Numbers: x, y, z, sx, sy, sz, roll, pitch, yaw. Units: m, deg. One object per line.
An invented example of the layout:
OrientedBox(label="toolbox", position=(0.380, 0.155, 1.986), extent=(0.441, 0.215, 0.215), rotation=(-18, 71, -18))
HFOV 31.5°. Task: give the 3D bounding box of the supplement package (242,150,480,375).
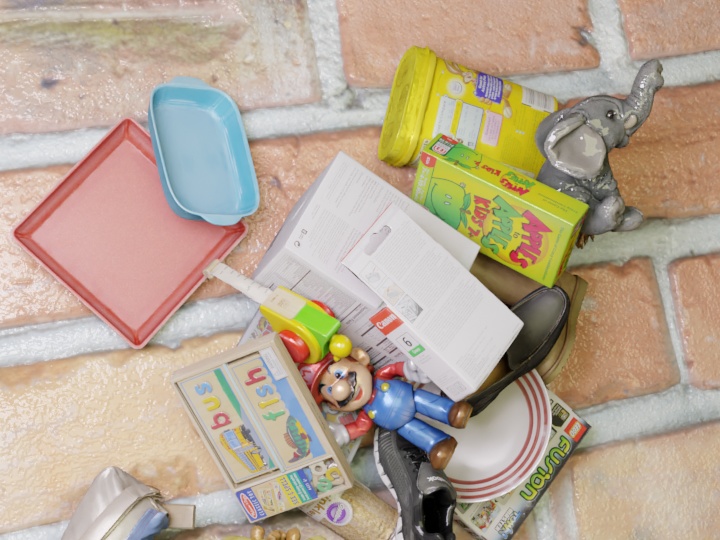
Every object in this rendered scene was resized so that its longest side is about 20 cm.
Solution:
OrientedBox(label="supplement package", position=(0.000, 0.000, 1.481), extent=(0.200, 0.151, 0.152), rotation=(34, 58, -9))

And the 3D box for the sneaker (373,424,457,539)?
OrientedBox(label="sneaker", position=(0.070, 0.244, 1.463), extent=(0.066, 0.090, 0.200), rotation=(6, 58, -31))

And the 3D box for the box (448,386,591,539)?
OrientedBox(label="box", position=(0.185, 0.236, 1.575), extent=(0.110, 0.035, 0.200), rotation=(42, 73, -6))

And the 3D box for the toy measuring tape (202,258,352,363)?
OrientedBox(label="toy measuring tape", position=(-0.092, 0.053, 1.427), extent=(0.200, 0.074, 0.074), rotation=(26, 72, 25))

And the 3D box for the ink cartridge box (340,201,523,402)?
OrientedBox(label="ink cartridge box", position=(0.070, 0.034, 1.382), extent=(0.200, 0.050, 0.109), rotation=(43, 58, -4))

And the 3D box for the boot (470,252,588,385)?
OrientedBox(label="boot", position=(0.173, 0.030, 1.580), extent=(0.200, 0.066, 0.175), rotation=(30, 52, -11))

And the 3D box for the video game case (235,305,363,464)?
OrientedBox(label="video game case", position=(-0.063, 0.126, 1.492), extent=(0.182, 0.023, 0.200), rotation=(34, 53, -8))

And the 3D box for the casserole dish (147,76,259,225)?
OrientedBox(label="casserole dish", position=(-0.189, -0.134, 1.492), extent=(0.121, 0.039, 0.200), rotation=(0, 64, -36))

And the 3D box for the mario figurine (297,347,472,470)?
OrientedBox(label="mario figurine", position=(0.019, 0.150, 1.424), extent=(0.200, 0.106, 0.124), rotation=(23, 61, 7))

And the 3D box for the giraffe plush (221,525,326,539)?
OrientedBox(label="giraffe plush", position=(-0.109, 0.374, 1.420), extent=(0.172, 0.200, 0.162), rotation=(15, 49, -10))

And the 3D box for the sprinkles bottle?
OrientedBox(label="sprinkles bottle", position=(-0.027, 0.270, 1.492), extent=(0.200, 0.068, 0.068), rotation=(36, 74, -8))

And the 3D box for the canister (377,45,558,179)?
OrientedBox(label="canister", position=(0.137, -0.180, 1.599), extent=(0.200, 0.087, 0.149), rotation=(16, 79, -15))

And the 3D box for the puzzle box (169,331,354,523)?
OrientedBox(label="puzzle box", position=(-0.108, 0.175, 1.406), extent=(0.133, 0.025, 0.200), rotation=(-22, 109, 16))

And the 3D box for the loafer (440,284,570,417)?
OrientedBox(label="loafer", position=(0.173, 0.095, 1.499), extent=(0.073, 0.072, 0.200), rotation=(40, 88, 13))

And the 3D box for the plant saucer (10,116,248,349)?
OrientedBox(label="plant saucer", position=(-0.268, -0.043, 1.488), extent=(0.200, 0.037, 0.200), rotation=(43, 74, -6))

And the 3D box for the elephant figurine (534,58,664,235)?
OrientedBox(label="elephant figurine", position=(0.269, -0.147, 1.530), extent=(0.155, 0.141, 0.200), rotation=(-10, 100, -37))

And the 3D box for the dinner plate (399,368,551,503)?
OrientedBox(label="dinner plate", position=(0.132, 0.181, 1.538), extent=(0.200, 0.024, 0.201), rotation=(-4, 71, 13))

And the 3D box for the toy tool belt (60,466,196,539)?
OrientedBox(label="toy tool belt", position=(-0.272, 0.323, 1.387), extent=(0.123, 0.125, 0.200), rotation=(28, 76, -2))

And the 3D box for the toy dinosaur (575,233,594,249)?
OrientedBox(label="toy dinosaur", position=(0.275, -0.092, 1.630), extent=(0.106, 0.060, 0.200), rotation=(37, 51, -31))

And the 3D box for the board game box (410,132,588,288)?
OrientedBox(label="board game box", position=(0.159, -0.071, 1.507), extent=(0.200, 0.102, 0.048), rotation=(28, 44, 16))
